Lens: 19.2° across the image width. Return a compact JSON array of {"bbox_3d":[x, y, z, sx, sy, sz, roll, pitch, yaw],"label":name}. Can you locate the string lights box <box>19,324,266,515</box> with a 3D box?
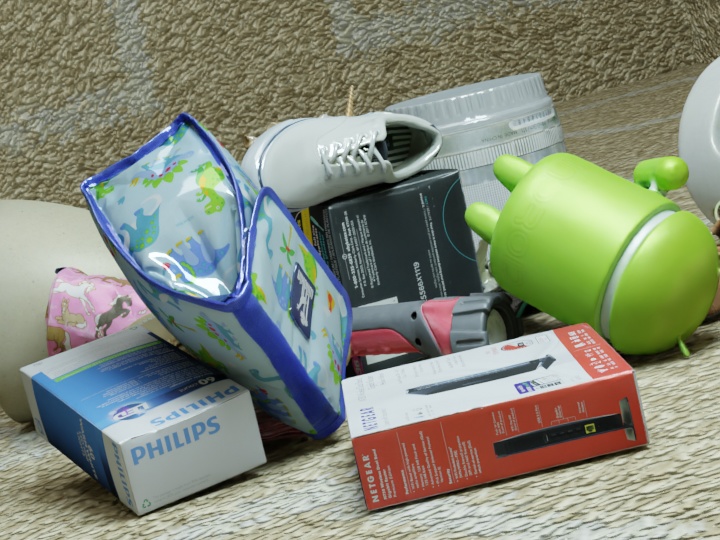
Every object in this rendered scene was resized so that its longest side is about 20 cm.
[{"bbox_3d":[-0.159,0.102,1.519,0.103,0.059,0.200,-21,21,-23],"label":"string lights box"}]

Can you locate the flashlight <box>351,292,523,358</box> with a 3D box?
[{"bbox_3d":[0.027,0.057,1.657,0.200,0.068,0.068,-8,38,33],"label":"flashlight"}]

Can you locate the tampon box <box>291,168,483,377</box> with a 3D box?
[{"bbox_3d":[0.000,0.000,1.820,0.126,0.150,0.200,-16,7,-24],"label":"tampon box"}]

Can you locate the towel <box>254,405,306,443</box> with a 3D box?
[{"bbox_3d":[-0.126,0.122,1.630,0.144,0.023,0.200,-15,7,-12],"label":"towel"}]

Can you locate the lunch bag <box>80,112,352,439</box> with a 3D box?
[{"bbox_3d":[-0.090,0.011,1.521,0.127,0.170,0.200,-34,45,0],"label":"lunch bag"}]

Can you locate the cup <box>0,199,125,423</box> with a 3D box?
[{"bbox_3d":[-0.242,0.030,1.886,0.143,0.201,0.200,-6,9,10],"label":"cup"}]

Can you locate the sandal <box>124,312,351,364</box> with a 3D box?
[{"bbox_3d":[-0.116,0.070,1.632,0.211,0.078,0.070,-5,14,23],"label":"sandal"}]

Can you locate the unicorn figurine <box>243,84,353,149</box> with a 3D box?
[{"bbox_3d":[-0.033,-0.110,1.914,0.137,0.074,0.200,-5,17,-22],"label":"unicorn figurine"}]

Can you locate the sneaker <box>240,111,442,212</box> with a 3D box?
[{"bbox_3d":[-0.013,-0.095,1.706,0.071,0.073,0.200,-6,12,42],"label":"sneaker"}]

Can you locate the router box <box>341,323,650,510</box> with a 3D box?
[{"bbox_3d":[0.081,0.091,1.381,0.179,0.049,0.200,-13,7,-1],"label":"router box"}]

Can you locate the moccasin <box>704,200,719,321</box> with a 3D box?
[{"bbox_3d":[0.309,-0.019,1.697,0.201,0.078,0.074,-18,9,-34],"label":"moccasin"}]

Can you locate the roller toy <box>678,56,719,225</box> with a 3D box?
[{"bbox_3d":[0.384,-0.109,1.850,0.182,0.200,0.140,-27,13,-21],"label":"roller toy"}]

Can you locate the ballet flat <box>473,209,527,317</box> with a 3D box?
[{"bbox_3d":[0.133,-0.018,1.738,0.072,0.072,0.200,-16,-18,-22],"label":"ballet flat"}]

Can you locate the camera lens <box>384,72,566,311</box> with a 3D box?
[{"bbox_3d":[0.113,-0.063,1.901,0.159,0.201,0.160,-13,7,2],"label":"camera lens"}]

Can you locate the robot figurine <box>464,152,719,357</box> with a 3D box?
[{"bbox_3d":[0.177,-0.012,1.571,0.200,0.176,0.116,28,-5,28],"label":"robot figurine"}]

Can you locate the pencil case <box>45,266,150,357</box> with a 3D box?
[{"bbox_3d":[-0.156,0.043,1.737,0.199,0.087,0.083,5,-29,10],"label":"pencil case"}]
